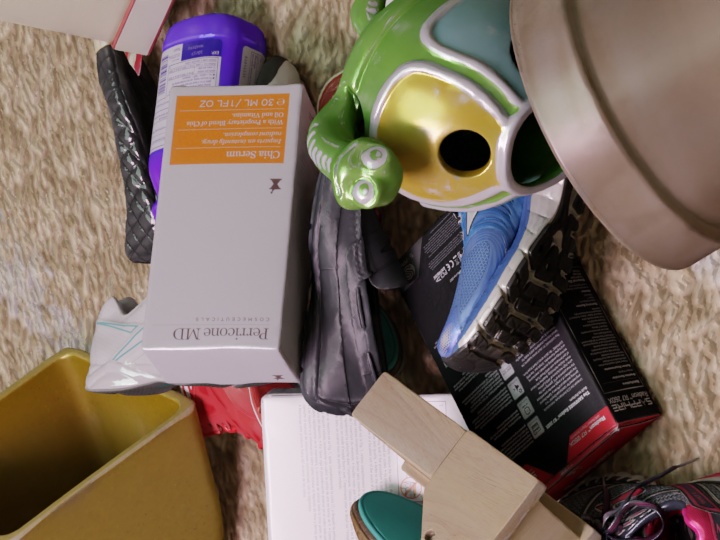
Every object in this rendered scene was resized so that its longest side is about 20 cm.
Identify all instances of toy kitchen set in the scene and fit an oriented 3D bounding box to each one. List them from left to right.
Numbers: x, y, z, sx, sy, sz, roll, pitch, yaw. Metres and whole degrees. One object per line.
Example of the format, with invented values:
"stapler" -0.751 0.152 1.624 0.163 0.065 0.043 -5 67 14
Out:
"toy kitchen set" 0.049 0.217 1.480 0.200 0.163 0.180 -51 40 -4

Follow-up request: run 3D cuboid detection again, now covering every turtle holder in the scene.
"turtle holder" 0.056 -0.103 1.359 0.131 0.185 0.142 32 108 38

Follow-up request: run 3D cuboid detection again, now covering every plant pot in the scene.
"plant pot" -0.224 0.214 1.812 0.194 0.195 0.201 18 136 49
"plant pot" 0.211 -0.125 1.299 0.173 0.199 0.201 -28 74 30

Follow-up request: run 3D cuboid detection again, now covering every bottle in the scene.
"bottle" -0.119 -0.090 1.705 0.083 0.065 0.202 -10 69 42

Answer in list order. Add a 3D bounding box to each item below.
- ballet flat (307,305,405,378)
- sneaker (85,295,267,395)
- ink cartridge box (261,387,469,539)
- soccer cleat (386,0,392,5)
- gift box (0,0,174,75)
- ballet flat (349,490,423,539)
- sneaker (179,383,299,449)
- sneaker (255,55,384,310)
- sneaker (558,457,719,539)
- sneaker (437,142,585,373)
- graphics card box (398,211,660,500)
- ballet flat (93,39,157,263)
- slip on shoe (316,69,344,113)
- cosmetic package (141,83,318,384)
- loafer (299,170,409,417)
"ballet flat" -0.030 0.034 1.681 0.200 0.067 0.064 44 153 36
"sneaker" -0.125 0.049 1.665 0.199 0.070 0.081 -4 81 34
"ink cartridge box" 0.021 0.184 1.623 0.175 0.045 0.202 -2 95 11
"soccer cleat" 0.061 -0.181 1.516 0.199 0.085 0.069 8 102 47
"gift box" -0.211 -0.271 1.730 0.185 0.186 0.201 -58 39 33
"ballet flat" 0.074 0.225 1.558 0.199 0.068 0.073 24 126 21
"sneaker" -0.072 0.109 1.739 0.200 0.078 0.116 53 150 26
"sneaker" -0.032 -0.061 1.660 0.107 0.067 0.203 3 66 10
"sneaker" 0.175 0.167 1.449 0.199 0.074 0.081 -21 80 48
"sneaker" 0.091 -0.028 1.460 0.089 0.079 0.201 14 73 30
"graphics card box" 0.107 0.047 1.524 0.126 0.051 0.201 -47 63 42
"ballet flat" -0.187 -0.103 1.816 0.056 0.066 0.202 -15 86 22
"slip on shoe" 0.035 -0.106 1.575 0.199 0.061 0.075 16 109 46
"cosmetic package" -0.088 -0.026 1.581 0.101 0.071 0.202 -1 68 11
"loafer" 0.000 0.000 1.563 0.070 0.068 0.202 3 92 9
